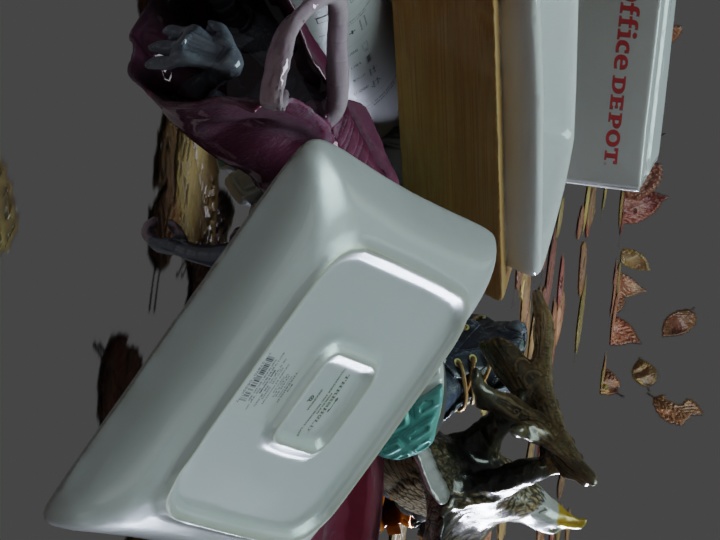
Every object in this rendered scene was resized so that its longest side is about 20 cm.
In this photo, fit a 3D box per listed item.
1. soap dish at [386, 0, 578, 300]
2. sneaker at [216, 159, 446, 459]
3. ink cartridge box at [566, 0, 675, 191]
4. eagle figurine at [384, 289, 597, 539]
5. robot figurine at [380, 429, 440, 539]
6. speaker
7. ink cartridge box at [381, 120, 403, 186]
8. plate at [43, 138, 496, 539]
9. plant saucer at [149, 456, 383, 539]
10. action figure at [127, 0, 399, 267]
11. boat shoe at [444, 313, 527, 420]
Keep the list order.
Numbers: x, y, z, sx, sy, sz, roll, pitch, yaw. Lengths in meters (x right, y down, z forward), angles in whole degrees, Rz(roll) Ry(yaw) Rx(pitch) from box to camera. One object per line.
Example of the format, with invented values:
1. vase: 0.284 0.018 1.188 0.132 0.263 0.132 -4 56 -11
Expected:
1. soap dish: 0.068 -0.111 1.219 0.158 0.081 0.201 -71 161 -51
2. sneaker: 0.000 0.000 1.169 0.091 0.077 0.201 13 55 -69
3. ink cartridge box: 0.097 -0.142 1.476 0.146 0.199 0.147 -40 136 -75
4. eagle figurine: 0.056 0.134 1.298 0.200 0.151 0.152 -47 -179 39
5. robot figurine: 0.018 0.103 1.534 0.200 0.058 0.145 82 -9 -54
6. speaker: -0.022 -0.133 1.173 0.200 0.081 0.081 66 33 -69
7. ink cartridge box: -0.001 -0.045 1.330 0.146 0.084 0.201 54 44 -75
8. plate: -0.026 0.051 1.022 0.200 0.032 0.200 -54 151 6
9. plant saucer: -0.051 0.137 1.184 0.200 0.051 0.201 -34 129 -58
10. action figure: -0.020 -0.059 1.033 0.200 0.149 0.134 55 53 -34
11. boat shoe: 0.078 0.082 1.814 0.200 0.091 0.071 -62 157 -62
